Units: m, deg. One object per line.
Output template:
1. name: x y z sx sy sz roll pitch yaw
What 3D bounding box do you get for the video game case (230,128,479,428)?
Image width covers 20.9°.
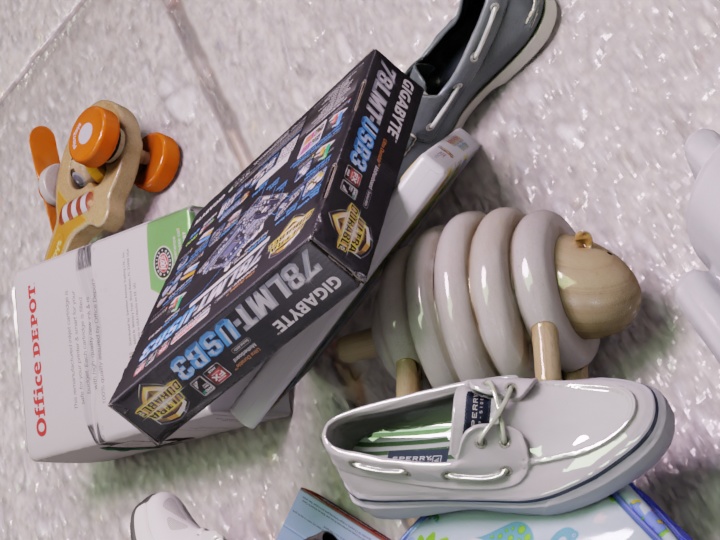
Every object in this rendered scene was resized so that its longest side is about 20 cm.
1. video game case: 0.000 0.000 1.247 0.200 0.023 0.182 -52 -2 13

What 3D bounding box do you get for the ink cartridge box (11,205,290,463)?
1. ink cartridge box: -0.154 0.051 1.403 0.199 0.084 0.148 -17 75 41

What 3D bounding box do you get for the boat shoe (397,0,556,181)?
1. boat shoe: 0.045 -0.126 1.324 0.200 0.062 0.073 -46 44 20

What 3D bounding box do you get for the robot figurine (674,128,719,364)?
1. robot figurine: 0.247 -0.012 1.015 0.169 0.113 0.200 -36 45 3

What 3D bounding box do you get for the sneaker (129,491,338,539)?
1. sneaker: -0.064 0.193 1.254 0.115 0.076 0.201 -45 51 8

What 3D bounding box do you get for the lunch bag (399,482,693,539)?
1. lunch bag: 0.112 0.188 1.068 0.161 0.082 0.200 -47 42 3

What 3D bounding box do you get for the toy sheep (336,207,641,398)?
1. toy sheep: 0.072 0.030 1.166 0.198 0.138 0.139 -12 60 22

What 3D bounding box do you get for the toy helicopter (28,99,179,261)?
1. toy helicopter: -0.234 -0.041 1.565 0.132 0.079 0.202 18 88 50

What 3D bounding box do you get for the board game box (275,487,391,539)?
1. board game box: 0.003 0.220 1.225 0.199 0.019 0.104 25 88 49

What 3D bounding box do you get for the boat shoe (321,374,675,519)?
1. boat shoe: 0.070 0.094 1.069 0.199 0.067 0.074 -17 46 25

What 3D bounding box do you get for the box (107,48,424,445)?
1. box: -0.055 -0.015 1.197 0.200 0.050 0.199 -40 21 34
